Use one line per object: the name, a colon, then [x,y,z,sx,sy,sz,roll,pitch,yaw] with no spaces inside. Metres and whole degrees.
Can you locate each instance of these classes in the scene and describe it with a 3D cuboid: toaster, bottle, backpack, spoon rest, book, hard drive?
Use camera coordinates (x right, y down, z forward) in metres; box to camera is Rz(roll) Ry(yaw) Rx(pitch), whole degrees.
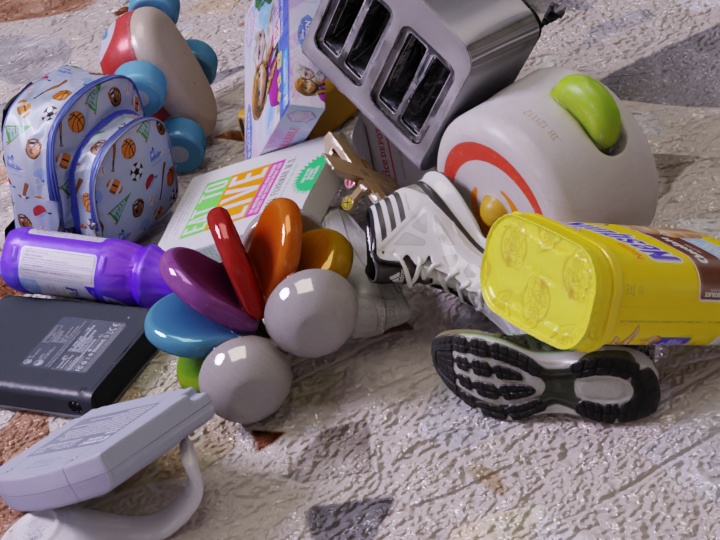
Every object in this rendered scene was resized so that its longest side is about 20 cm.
toaster: [0.060,-0.218,1.449,0.181,0.200,0.118,46,49,15]
bottle: [-0.256,0.001,1.545,0.198,0.084,0.066,8,81,12]
backpack: [-0.292,-0.114,1.635,0.153,0.192,0.200,5,36,27]
spoon rest: [-0.211,0.210,1.251,0.199,0.061,0.100,-28,31,4]
book: [-0.108,-0.062,1.568,0.199,0.048,0.134,-16,33,34]
hard drive: [-0.301,0.080,1.491,0.199,0.033,0.140,5,37,27]

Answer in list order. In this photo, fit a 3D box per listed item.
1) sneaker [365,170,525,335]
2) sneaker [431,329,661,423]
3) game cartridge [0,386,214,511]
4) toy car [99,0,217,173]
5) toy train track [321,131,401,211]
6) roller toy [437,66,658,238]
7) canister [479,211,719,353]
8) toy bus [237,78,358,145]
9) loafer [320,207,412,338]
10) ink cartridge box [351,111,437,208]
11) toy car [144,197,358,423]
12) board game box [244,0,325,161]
sneaker: [0.072,0.010,1.365,0.115,0.076,0.201,-26,62,-22]
sneaker: [0.158,0.076,1.292,0.199,0.077,0.089,7,28,19]
game cartridge: [-0.221,0.150,1.274,0.133,0.041,0.199,-29,8,-38]
toy car: [-0.286,-0.203,1.807,0.199,0.177,0.185,-18,42,18]
toy train track: [0.015,-0.053,1.467,0.033,0.114,0.200,-48,56,20]
roller toy: [0.165,-0.077,1.406,0.139,0.201,0.182,-32,25,-26]
canister: [0.220,0.010,1.264,0.199,0.087,0.148,2,16,-32]
toy bus: [-0.053,-0.198,1.784,0.078,0.065,0.200,14,42,34]
loafer: [0.000,0.000,1.468,0.069,0.070,0.200,-4,33,-11]
ink cartridge box: [0.053,-0.148,1.618,0.067,0.117,0.201,-2,36,18]
toy car: [-0.108,0.020,1.363,0.200,0.150,0.175,-45,33,10]
board game box: [-0.082,-0.221,1.622,0.041,0.200,0.202,4,69,-16]
